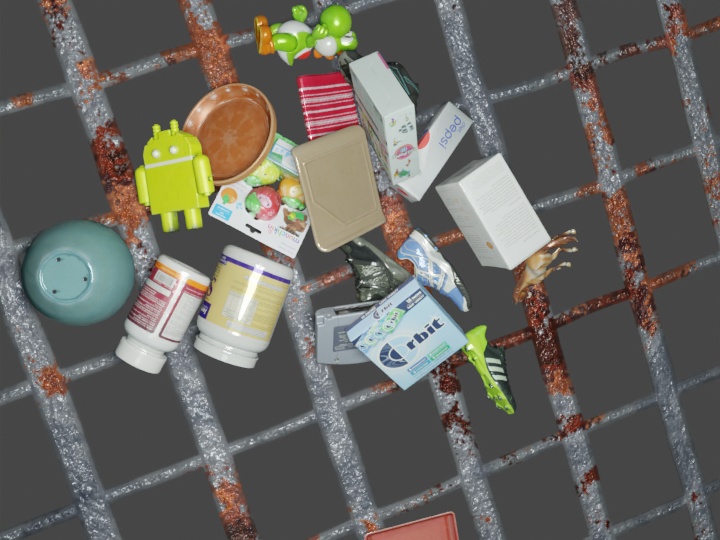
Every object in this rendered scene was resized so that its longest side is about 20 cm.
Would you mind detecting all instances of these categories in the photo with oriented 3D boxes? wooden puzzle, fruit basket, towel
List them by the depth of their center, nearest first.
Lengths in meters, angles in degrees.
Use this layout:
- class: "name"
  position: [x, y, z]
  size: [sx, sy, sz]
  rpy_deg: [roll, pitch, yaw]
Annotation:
- class: "wooden puzzle"
  position: [-0.042, -0.158, 1.345]
  size: [0.184, 0.037, 0.202]
  rpy_deg: [-29, 110, -39]
- class: "fruit basket"
  position: [-0.164, -0.154, 1.345]
  size: [0.184, 0.094, 0.202]
  rpy_deg: [28, 69, -11]
- class: "towel"
  position: [-0.051, -0.283, 1.373]
  size: [0.144, 0.022, 0.202]
  rpy_deg: [-18, 98, -44]

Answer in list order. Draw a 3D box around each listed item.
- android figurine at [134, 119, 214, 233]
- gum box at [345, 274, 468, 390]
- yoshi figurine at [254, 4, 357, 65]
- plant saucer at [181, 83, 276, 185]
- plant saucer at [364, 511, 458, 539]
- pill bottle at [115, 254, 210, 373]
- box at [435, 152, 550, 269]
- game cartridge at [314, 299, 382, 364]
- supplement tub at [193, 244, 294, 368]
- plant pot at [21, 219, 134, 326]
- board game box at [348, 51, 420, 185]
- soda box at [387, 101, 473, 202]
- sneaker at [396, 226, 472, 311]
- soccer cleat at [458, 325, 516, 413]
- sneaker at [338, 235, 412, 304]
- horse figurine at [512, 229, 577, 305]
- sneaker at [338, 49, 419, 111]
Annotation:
- class: "android figurine"
  position: [-0.344, -0.173, 1.303]
  size: [0.180, 0.041, 0.203]
  rpy_deg: [-2, 98, 30]
- class: "gum box"
  position: [0.095, 0.127, 1.386]
  size: [0.169, 0.045, 0.200]
  rpy_deg: [-38, 127, 8]
- class: "yoshi figurine"
  position: [-0.100, -0.466, 1.349]
  size: [0.197, 0.112, 0.114]
  rpy_deg: [-4, 87, -14]
- class: "plant saucer"
  position: [-0.246, -0.252, 1.320]
  size: [0.198, 0.032, 0.203]
  rpy_deg: [-7, 71, 20]
- class: "plant saucer"
  position: [0.115, 0.620, 1.485]
  size: [0.198, 0.037, 0.202]
  rpy_deg: [-11, 95, -10]
- class: "pill bottle"
  position: [-0.372, 0.082, 1.319]
  size: [0.109, 0.110, 0.202]
  rpy_deg: [28, 87, -12]
- class: "box"
  position: [0.263, -0.116, 1.417]
  size: [0.106, 0.152, 0.201]
  rpy_deg: [-35, 100, -8]
- class: "game cartridge"
  position: [0.006, 0.124, 1.404]
  size: [0.198, 0.042, 0.134]
  rpy_deg: [-7, 131, -14]
- class: "supplement tub"
  position: [-0.222, 0.067, 1.331]
  size: [0.144, 0.145, 0.202]
  rpy_deg: [21, 88, -12]
- class: "plant pot"
  position: [-0.518, 0.008, 1.272]
  size: [0.197, 0.135, 0.203]
  rpy_deg: [-1, 94, -12]
- class: "board game box"
  position: [0.048, -0.280, 1.316]
  size: [0.064, 0.201, 0.148]
  rpy_deg: [-24, 61, -6]
- class: "soda box"
  position: [0.141, -0.239, 1.430]
  size: [0.068, 0.063, 0.201]
  rpy_deg: [36, 86, -11]
- class: "sneaker"
  position: [0.155, 0.008, 1.449]
  size: [0.077, 0.076, 0.201]
  rpy_deg: [-39, 94, 6]
- class: "soccer cleat"
  position: [0.284, 0.209, 1.486]
  size: [0.081, 0.067, 0.201]
  rpy_deg: [-35, 99, -21]
- class: "sneaker"
  position: [0.000, 0.000, 1.407]
  size: [0.199, 0.076, 0.115]
  rpy_deg: [38, 86, -11]
- class: "horse figurine"
  position: [0.380, -0.016, 1.451]
  size: [0.131, 0.201, 0.050]
  rpy_deg: [-20, 61, -13]
- class: "sneaker"
  position: [0.039, -0.380, 1.392]
  size: [0.199, 0.075, 0.080]
  rpy_deg: [31, 74, -33]
